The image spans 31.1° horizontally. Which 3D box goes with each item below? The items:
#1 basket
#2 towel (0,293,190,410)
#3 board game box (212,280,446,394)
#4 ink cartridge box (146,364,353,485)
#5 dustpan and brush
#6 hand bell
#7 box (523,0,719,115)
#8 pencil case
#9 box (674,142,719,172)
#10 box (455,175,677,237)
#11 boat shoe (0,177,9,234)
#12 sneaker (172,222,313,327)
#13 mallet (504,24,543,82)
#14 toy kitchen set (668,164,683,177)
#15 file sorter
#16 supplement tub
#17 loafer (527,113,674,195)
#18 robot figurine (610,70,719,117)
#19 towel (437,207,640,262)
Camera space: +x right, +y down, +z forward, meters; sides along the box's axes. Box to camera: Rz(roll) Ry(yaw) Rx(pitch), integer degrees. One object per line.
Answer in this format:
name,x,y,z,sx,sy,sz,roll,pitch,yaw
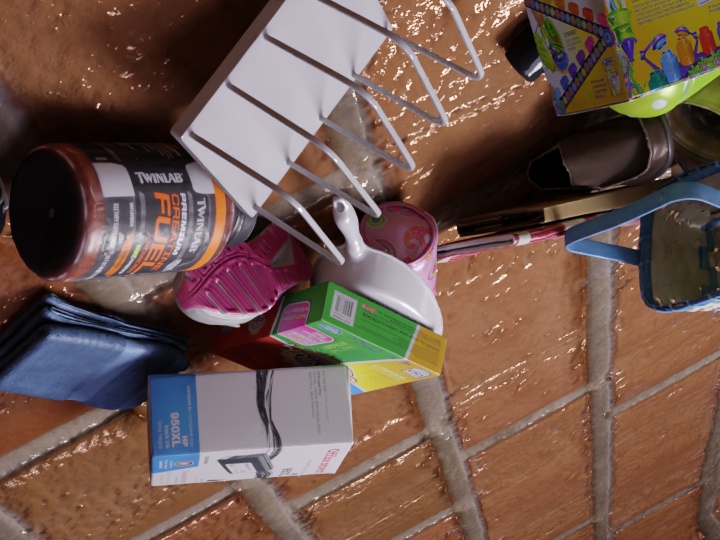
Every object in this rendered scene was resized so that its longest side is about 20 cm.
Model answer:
basket,0.321,-0.033,1.262,0.198,0.141,0.176,9,163,-33
towel,-0.262,0.084,1.242,0.111,0.049,0.199,-37,152,21
board game box,-0.034,0.075,1.298,0.152,0.041,0.199,26,154,-29
ink cartridge box,-0.114,0.156,1.295,0.197,0.086,0.145,-3,161,-10
dustpan and brush,0.000,0.000,1.246,0.137,0.058,0.201,5,154,19
hand bell,0.382,-0.212,1.285,0.202,0.103,0.104,-59,156,-17
box,0.235,-0.247,1.002,0.197,0.195,0.122,-19,-173,-17
pencil case,0.037,0.013,1.365,0.086,0.088,0.201,-21,151,-14
box,0.411,-0.181,1.358,0.199,0.129,0.109,-37,149,12
box,0.225,-0.069,1.384,0.197,0.022,0.163,-12,-178,-29
boat shoe,-0.299,-0.050,0.984,0.060,0.076,0.200,-11,158,-28
sneaker,-0.120,0.018,1.195,0.088,0.082,0.200,-35,173,24
mallet,0.212,-0.203,1.247,0.066,0.041,0.199,-48,151,24
toy kitchen set,0.444,-0.161,1.453,0.198,0.163,0.183,-22,127,-29
file sorter,-0.018,-0.127,0.990,0.201,0.124,0.139,-53,151,-7
supplement tub,-0.175,-0.050,1.043,0.199,0.108,0.107,-7,145,-49
loafer,0.237,-0.109,1.297,0.070,0.074,0.199,-16,176,-27
robot figurine,0.283,-0.218,1.176,0.199,0.116,0.175,-35,-178,-21
towel,0.188,-0.038,1.363,0.198,0.023,0.143,-12,-179,-36
